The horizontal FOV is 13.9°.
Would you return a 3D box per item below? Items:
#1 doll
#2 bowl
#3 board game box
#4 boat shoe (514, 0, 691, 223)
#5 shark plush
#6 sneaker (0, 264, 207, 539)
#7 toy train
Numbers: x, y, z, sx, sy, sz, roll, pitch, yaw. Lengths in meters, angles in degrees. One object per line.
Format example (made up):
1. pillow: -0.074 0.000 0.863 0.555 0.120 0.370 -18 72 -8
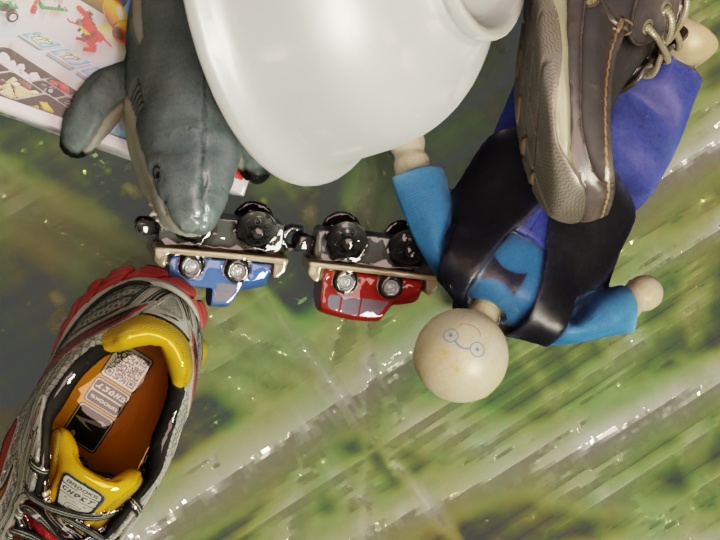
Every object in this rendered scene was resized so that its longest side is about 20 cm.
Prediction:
1. doll: 0.075 -0.031 1.256 0.136 0.048 0.200 28 69 -1
2. bowl: 0.009 -0.135 1.185 0.090 0.201 0.201 -3 92 25
3. board game box: -0.124 -0.123 1.253 0.200 0.035 0.126 19 88 -9
4. boat shoe: 0.105 -0.116 1.225 0.073 0.074 0.200 3 71 -4
5. shark plush: -0.053 -0.113 1.205 0.091 0.083 0.200 20 88 -10
6. sneaker: -0.128 0.093 1.226 0.078 0.082 0.200 24 98 -9
7. toy train: 0.000 0.000 1.278 0.200 0.034 0.046 7 100 -10
